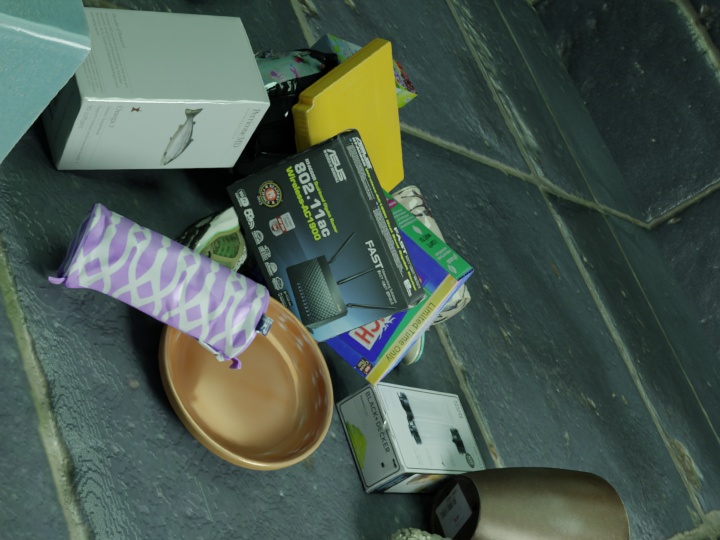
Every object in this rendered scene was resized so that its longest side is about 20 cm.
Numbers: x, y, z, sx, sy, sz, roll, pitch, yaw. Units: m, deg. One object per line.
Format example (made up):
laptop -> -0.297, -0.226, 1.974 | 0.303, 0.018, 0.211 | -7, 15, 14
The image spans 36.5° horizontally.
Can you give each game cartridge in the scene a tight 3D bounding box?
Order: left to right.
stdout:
game cartridge -> -0.013, -0.158, 1.342 | 0.176, 0.032, 0.201 | -43, 138, -38

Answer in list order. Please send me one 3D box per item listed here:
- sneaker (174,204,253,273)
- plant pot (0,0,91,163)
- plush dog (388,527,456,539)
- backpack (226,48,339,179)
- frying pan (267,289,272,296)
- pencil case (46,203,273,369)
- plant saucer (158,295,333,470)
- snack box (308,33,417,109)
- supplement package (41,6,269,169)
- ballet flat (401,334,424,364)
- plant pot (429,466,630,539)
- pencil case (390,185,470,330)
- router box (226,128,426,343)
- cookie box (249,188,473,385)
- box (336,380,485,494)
sneaker -> -0.157, -0.003, 1.153 | 0.089, 0.076, 0.200 | 61, 27, -12
plant pot -> -0.370, -0.220, 0.890 | 0.199, 0.195, 0.198 | 7, 54, -45
plush dog -> 0.107, 0.380, 1.131 | 0.200, 0.160, 0.173 | 45, 51, -24
backpack -> -0.119, -0.181, 1.308 | 0.126, 0.168, 0.199 | 22, 27, 29
frying pan -> -0.105, 0.105, 1.164 | 0.115, 0.031, 0.191 | 34, 45, -34
pencil case -> -0.182, 0.015, 1.018 | 0.199, 0.086, 0.084 | 28, -9, -15
plant saucer -> -0.117, 0.107, 1.091 | 0.199, 0.037, 0.202 | 26, 45, -29
snack box -> -0.041, -0.229, 1.493 | 0.199, 0.168, 0.068 | 3, 55, -59
supplement package -> -0.213, -0.182, 1.113 | 0.198, 0.117, 0.118 | -5, 62, -32
ballet flat -> 0.048, 0.037, 1.483 | 0.069, 0.069, 0.201 | 38, 38, -35
plant pot -> 0.186, 0.313, 1.315 | 0.199, 0.187, 0.188 | 21, 41, -30
pencil case -> 0.086, -0.018, 1.591 | 0.078, 0.089, 0.201 | 73, -8, -77
router box -> -0.037, -0.031, 1.180 | 0.202, 0.149, 0.062 | 67, 24, -3
cookie box -> 0.000, 0.000, 1.250 | 0.200, 0.172, 0.075 | 41, 25, 8
box -> 0.065, 0.205, 1.321 | 0.199, 0.060, 0.117 | 16, 47, -55
